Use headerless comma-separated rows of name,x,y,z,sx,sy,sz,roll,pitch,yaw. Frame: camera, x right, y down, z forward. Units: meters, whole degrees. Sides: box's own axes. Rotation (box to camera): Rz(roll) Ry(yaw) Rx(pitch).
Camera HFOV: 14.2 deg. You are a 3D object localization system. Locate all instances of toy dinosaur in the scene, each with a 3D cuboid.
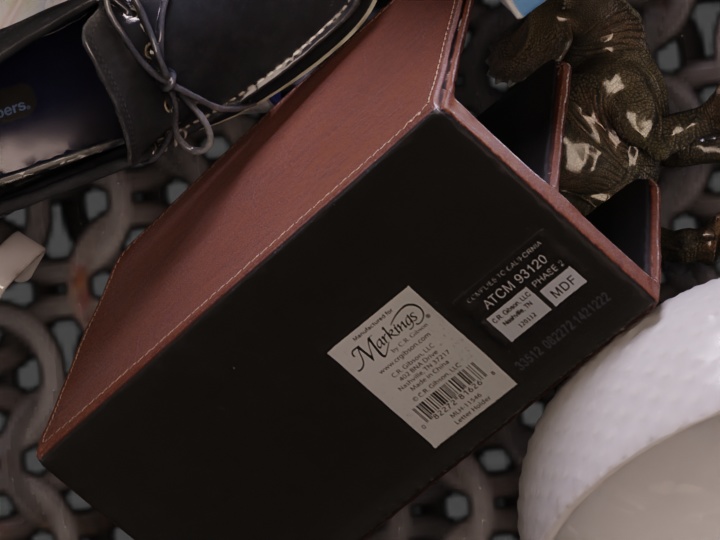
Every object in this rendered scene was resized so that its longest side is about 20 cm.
toy dinosaur,0.080,-0.029,1.042,0.102,0.077,0.201,12,94,17

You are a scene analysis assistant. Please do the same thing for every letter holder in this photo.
letter holder,0.000,0.000,0.998,0.100,0.142,0.200,40,119,-17

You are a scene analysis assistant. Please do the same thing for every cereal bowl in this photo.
cereal bowl,0.145,0.058,0.977,0.199,0.200,0.084,-15,54,3

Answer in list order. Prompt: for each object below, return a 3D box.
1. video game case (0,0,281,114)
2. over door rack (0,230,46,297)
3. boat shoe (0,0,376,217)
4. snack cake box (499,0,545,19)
video game case,-0.131,-0.148,1.067,0.180,0.045,0.201,-7,87,5
over door rack,-0.226,0.044,1.034,0.147,0.067,0.201,30,105,4
boat shoe,-0.079,-0.069,0.993,0.199,0.062,0.075,-23,114,-8
snack cake box,0.048,-0.182,0.982,0.115,0.200,0.067,-35,126,2
